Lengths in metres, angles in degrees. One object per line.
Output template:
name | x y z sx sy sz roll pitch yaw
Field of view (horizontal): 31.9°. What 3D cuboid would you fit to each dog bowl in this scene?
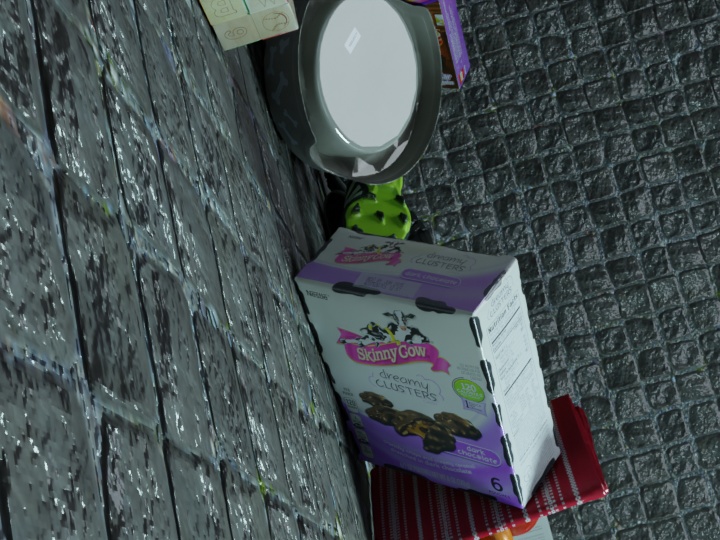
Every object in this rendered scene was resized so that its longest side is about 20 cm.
dog bowl | -0.008 -0.178 1.140 0.199 0.058 0.203 -3 94 -49

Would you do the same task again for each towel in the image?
towel | 0.104 0.178 1.055 0.145 0.198 0.023 -94 161 -66

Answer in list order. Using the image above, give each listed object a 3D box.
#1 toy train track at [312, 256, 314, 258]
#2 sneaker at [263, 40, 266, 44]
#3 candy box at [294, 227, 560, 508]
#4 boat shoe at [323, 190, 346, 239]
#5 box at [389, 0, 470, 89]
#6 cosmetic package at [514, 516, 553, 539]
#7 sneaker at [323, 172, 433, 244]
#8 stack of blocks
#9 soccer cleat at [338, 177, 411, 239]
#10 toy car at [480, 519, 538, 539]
toy train track | 0.041 0.033 1.087 0.199 0.033 0.115 34 -19 29
sneaker | -0.038 -0.170 1.198 0.200 0.079 0.131 87 -17 -60
candy box | 0.055 0.075 0.998 0.072 0.166 0.202 -47 134 -36
boat shoe | 0.000 0.000 1.284 0.057 0.066 0.201 42 23 -45
box | 0.001 -0.249 1.248 0.138 0.198 0.039 70 36 -47
cosmetic package | 0.277 0.489 2.408 0.200 0.163 0.167 -97 171 -65
sneaker | -0.010 -0.072 1.411 0.075 0.087 0.201 -24 78 -47
stack of blocks | -0.102 -0.261 0.848 0.201 0.058 0.116 67 9 -59
soccer cleat | 0.011 -0.048 1.216 0.201 0.067 0.082 -84 -170 -57
toy car | 0.128 0.253 1.433 0.201 0.148 0.176 -98 171 -58
